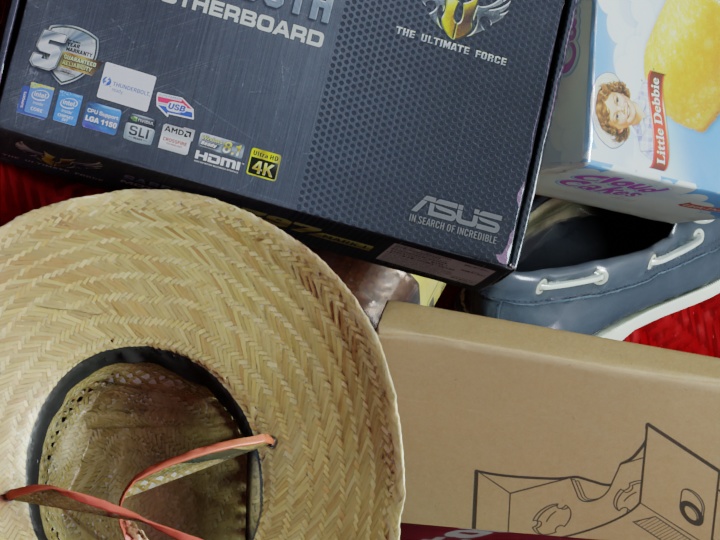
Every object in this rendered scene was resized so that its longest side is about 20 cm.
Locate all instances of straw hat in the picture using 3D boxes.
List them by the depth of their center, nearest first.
[{"bbox_3d":[-0.076,0.079,1.049,0.085,0.201,0.202,78,23,-77],"label":"straw hat"}]

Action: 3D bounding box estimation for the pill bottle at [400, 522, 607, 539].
[{"bbox_3d":[0.028,0.150,1.076,0.113,0.200,0.113,1,89,-45],"label":"pill bottle"}]

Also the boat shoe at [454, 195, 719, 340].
[{"bbox_3d":[0.114,-0.022,1.251,0.200,0.075,0.062,-28,139,-34],"label":"boat shoe"}]

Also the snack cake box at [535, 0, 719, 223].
[{"bbox_3d":[0.111,-0.126,1.168,0.115,0.067,0.201,11,79,-41],"label":"snack cake box"}]

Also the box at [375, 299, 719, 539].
[{"bbox_3d":[0.101,0.096,1.118,0.021,0.199,0.164,-65,161,-51],"label":"box"}]

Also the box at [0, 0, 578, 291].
[{"bbox_3d":[-0.025,-0.095,1.064,0.200,0.051,0.158,16,76,-11],"label":"box"}]

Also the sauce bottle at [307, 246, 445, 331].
[{"bbox_3d":[0.000,0.000,1.148,0.066,0.066,0.200,47,61,-34],"label":"sauce bottle"}]
